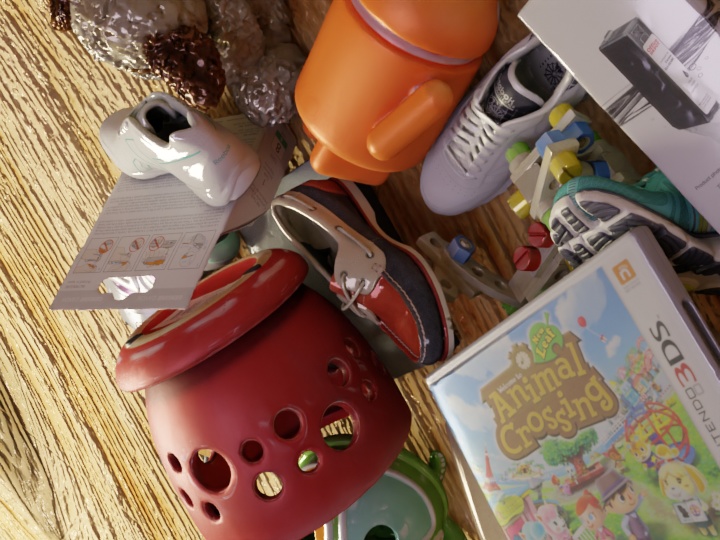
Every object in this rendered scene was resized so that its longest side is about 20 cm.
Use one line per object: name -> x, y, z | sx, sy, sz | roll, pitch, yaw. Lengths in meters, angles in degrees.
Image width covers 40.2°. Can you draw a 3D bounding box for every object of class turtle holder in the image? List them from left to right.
turtle holder -> 0.013, 0.239, 0.887 | 0.139, 0.133, 0.187 | -19, 121, 27

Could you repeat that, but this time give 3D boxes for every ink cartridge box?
ink cartridge box -> -0.155, -0.040, 0.832 | 0.158, 0.203, 0.050 | -3, 145, 33
ink cartridge box -> 0.207, -0.126, 0.590 | 0.201, 0.144, 0.084 | 48, 128, 3

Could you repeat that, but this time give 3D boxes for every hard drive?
hard drive -> -0.017, 0.004, 0.864 | 0.138, 0.033, 0.202 | -27, 96, 38

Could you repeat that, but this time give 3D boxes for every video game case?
video game case -> 0.142, 0.103, 0.593 | 0.200, 0.022, 0.184 | -41, 71, 44

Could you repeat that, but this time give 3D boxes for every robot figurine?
robot figurine -> 0.025, -0.152, 0.701 | 0.116, 0.144, 0.201 | 35, 129, 4

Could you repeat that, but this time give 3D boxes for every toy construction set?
toy construction set -> 0.124, -0.026, 0.702 | 0.200, 0.129, 0.094 | -44, 55, 46

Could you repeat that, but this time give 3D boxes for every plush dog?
plush dog -> -0.142, -0.200, 0.757 | 0.197, 0.171, 0.163 | 25, 123, 20

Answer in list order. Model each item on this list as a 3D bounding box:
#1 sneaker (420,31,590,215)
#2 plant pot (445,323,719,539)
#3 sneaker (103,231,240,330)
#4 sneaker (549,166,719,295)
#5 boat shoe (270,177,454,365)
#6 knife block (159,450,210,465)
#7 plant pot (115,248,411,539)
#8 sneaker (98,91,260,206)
sneaker -> 0.097, -0.108, 0.704 | 0.077, 0.080, 0.200 | 48, 129, 9
plant pot -> 0.182, 0.125, 0.707 | 0.178, 0.199, 0.200 | 53, 129, 11
sneaker -> -0.172, 0.023, 0.949 | 0.198, 0.077, 0.142 | 2, 115, 44
sneaker -> 0.195, -0.033, 0.624 | 0.077, 0.197, 0.081 | -27, 61, 51
boat shoe -> 0.000, 0.000, 0.737 | 0.201, 0.062, 0.072 | 53, 145, 37
knife block -> -0.171, 0.128, 0.960 | 0.173, 0.065, 0.201 | -18, 125, 37
plant pot -> -0.082, 0.094, 0.794 | 0.198, 0.200, 0.185 | -21, 104, 37
sneaker -> -0.163, -0.116, 0.809 | 0.198, 0.071, 0.080 | 19, 160, 44
